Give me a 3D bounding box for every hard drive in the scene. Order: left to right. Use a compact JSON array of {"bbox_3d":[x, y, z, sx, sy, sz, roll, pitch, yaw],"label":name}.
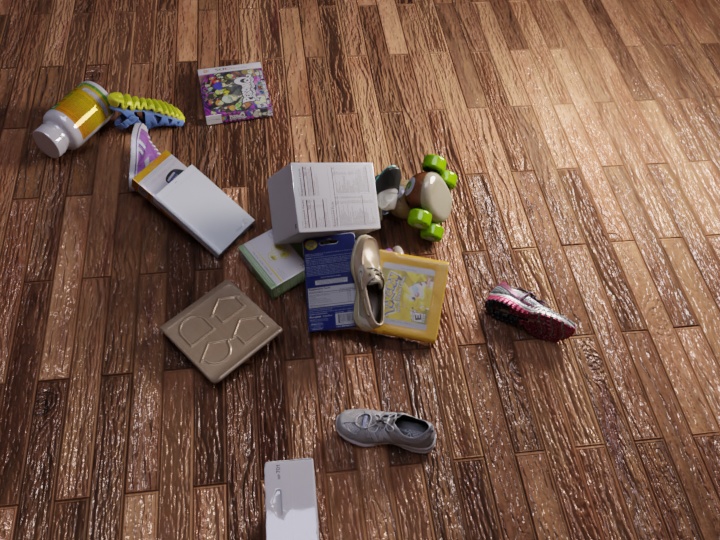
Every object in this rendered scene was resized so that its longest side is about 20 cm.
[{"bbox_3d":[-0.360,-0.138,1.724,0.200,0.026,0.132,41,58,1],"label":"hard drive"}]

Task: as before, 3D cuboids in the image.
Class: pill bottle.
[{"bbox_3d":[-0.721,-0.375,1.869,0.110,0.112,0.201,23,54,14],"label":"pill bottle"}]

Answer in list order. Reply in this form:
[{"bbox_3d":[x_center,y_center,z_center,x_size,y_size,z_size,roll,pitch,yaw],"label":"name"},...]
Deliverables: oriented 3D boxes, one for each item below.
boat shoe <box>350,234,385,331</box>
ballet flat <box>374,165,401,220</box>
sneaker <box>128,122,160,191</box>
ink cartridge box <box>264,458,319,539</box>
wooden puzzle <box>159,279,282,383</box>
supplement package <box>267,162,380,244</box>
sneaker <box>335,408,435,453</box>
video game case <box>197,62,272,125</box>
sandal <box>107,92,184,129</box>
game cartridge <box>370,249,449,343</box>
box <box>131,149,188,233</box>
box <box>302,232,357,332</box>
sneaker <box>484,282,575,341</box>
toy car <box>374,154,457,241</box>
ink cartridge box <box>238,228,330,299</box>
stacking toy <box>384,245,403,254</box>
[{"bbox_3d":[0.024,0.022,1.540,0.071,0.065,0.203,11,73,-35],"label":"boat shoe"},{"bbox_3d":[0.047,-0.155,1.710,0.067,0.200,0.069,-6,62,-32],"label":"ballet flat"},{"bbox_3d":[-0.510,-0.277,1.841,0.113,0.073,0.203,-2,62,-11],"label":"sneaker"},{"bbox_3d":[-0.112,0.424,1.242,0.085,0.201,0.148,-3,53,-6],"label":"ink cartridge box"},{"bbox_3d":[-0.290,0.130,1.558,0.199,0.047,0.185,36,58,27],"label":"wooden puzzle"},{"bbox_3d":[-0.083,-0.149,1.651,0.198,0.151,0.153,-5,85,-28],"label":"supplement package"},{"bbox_3d":[0.051,0.293,1.428,0.197,0.082,0.075,7,52,1],"label":"sneaker"},{"bbox_3d":[-0.343,-0.483,2.025,0.179,0.036,0.202,-10,54,-9],"label":"video game case"},{"bbox_3d":[-0.555,-0.397,1.922,0.197,0.088,0.080,8,26,-22],"label":"sandal"},{"bbox_3d":[0.079,0.052,1.595,0.197,0.032,0.179,10,83,4],"label":"game cartridge"},{"bbox_3d":[-0.425,-0.179,1.757,0.200,0.041,0.119,41,58,-1],"label":"box"},{"bbox_3d":[-0.058,0.026,1.587,0.119,0.032,0.203,-6,81,11],"label":"box"},{"bbox_3d":[0.373,0.084,1.613,0.198,0.081,0.075,25,53,16],"label":"sneaker"},{"bbox_3d":[0.106,-0.175,1.762,0.198,0.158,0.166,9,75,30],"label":"toy car"},{"bbox_3d":[-0.156,-0.039,1.693,0.199,0.048,0.146,-31,60,-21],"label":"ink cartridge box"},{"bbox_3d":[0.000,0.000,1.655,0.197,0.086,0.086,-8,53,-5],"label":"stacking toy"}]
